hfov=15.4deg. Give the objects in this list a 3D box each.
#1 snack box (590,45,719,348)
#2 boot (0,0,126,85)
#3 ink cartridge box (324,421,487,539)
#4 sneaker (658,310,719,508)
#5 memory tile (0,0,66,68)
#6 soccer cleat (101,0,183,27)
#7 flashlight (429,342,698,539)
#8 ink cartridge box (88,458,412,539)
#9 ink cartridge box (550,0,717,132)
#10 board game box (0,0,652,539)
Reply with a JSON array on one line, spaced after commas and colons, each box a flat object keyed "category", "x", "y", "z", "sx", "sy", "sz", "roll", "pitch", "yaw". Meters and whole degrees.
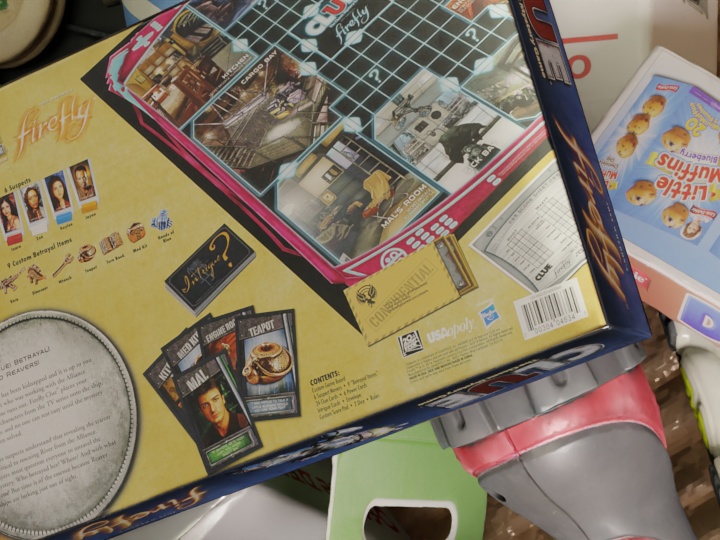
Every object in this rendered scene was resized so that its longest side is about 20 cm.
[{"category": "snack box", "x": 0.155, "y": 0.009, "z": 0.797, "sx": 0.200, "sy": 0.024, "sz": 0.072, "roll": 31, "pitch": 64, "yaw": 13}, {"category": "boot", "x": -0.088, "y": -0.123, "z": 0.998, "sx": 0.200, "sy": 0.066, "sz": 0.165, "roll": 19, "pitch": 91, "yaw": 35}, {"category": "ink cartridge box", "x": 0.000, "y": 0.000, "z": 0.822, "sx": 0.059, "sy": 0.104, "sz": 0.200, "roll": 4, "pitch": 86, "yaw": 28}, {"category": "sneaker", "x": 0.146, "y": 0.056, "z": 0.813, "sx": 0.080, "sy": 0.078, "sz": 0.200, "roll": -18, "pitch": 67, "yaw": 8}, {"category": "memory tile", "x": -0.187, "y": -0.132, "z": 1.013, "sx": 0.200, "sy": 0.017, "sz": 0.153, "roll": 31, "pitch": 96, "yaw": 29}, {"category": "soccer cleat", "x": -0.038, "y": -0.067, "z": 0.886, "sx": 0.086, "sy": 0.070, "sz": 0.200, "roll": -30, "pitch": 62, "yaw": 32}, {"category": "flashlight", "x": 0.083, "y": 0.102, "z": 0.777, "sx": 0.068, "sy": 0.068, "sz": 0.200, "roll": -24, "pitch": 89, "yaw": -14}, {"category": "ink cartridge box", "x": -0.084, "y": 0.046, "z": 0.894, "sx": 0.083, "sy": 0.147, "sz": 0.200, "roll": -44, "pitch": 60, "yaw": 8}, {"category": "ink cartridge box", "x": 0.058, "y": -0.103, "z": 0.906, "sx": 0.116, "sy": 0.067, "sz": 0.200, "roll": -2, "pitch": 79, "yaw": 28}, {"category": "board game box", "x": -0.030, "y": -0.012, "z": 0.760, "sx": 0.200, "sy": 0.035, "sz": 0.136, "roll": -21, "pitch": 75, "yaw": 23}]
